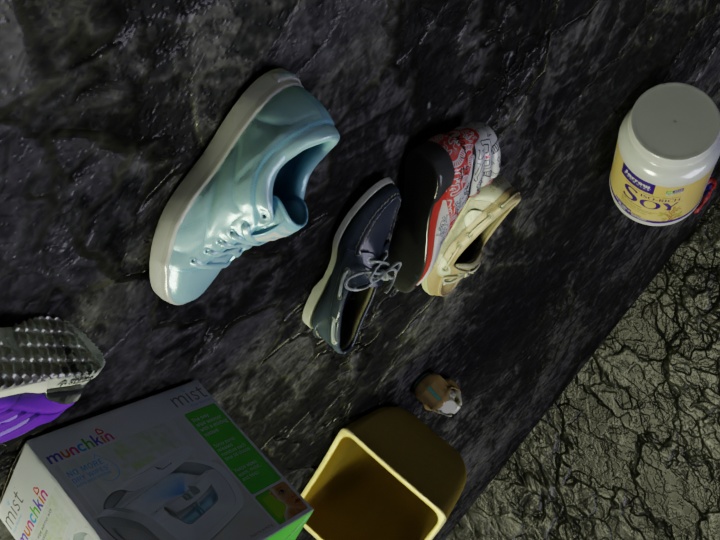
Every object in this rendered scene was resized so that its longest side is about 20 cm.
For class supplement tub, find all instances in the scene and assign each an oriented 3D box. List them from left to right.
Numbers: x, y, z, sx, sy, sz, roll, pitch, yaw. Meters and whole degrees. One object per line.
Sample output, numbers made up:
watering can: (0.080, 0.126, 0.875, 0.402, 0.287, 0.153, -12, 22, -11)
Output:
supplement tub: (0.446, -0.168, 1.391, 0.145, 0.145, 0.200, -43, 158, -9)

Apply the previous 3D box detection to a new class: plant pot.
plant pot: (0.050, 0.327, 1.448, 0.199, 0.193, 0.197, -29, 153, -58)

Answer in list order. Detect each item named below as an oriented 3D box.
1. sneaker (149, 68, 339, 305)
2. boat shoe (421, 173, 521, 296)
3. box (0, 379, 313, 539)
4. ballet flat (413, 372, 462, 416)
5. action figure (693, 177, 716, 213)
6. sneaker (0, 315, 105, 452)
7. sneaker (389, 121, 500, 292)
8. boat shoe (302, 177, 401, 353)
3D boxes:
sneaker: (-0.085, -0.041, 0.688, 0.074, 0.082, 0.201, -9, 137, -56)
boat shoe: (0.130, -0.033, 1.134, 0.073, 0.063, 0.202, -26, 150, -42)
box: (-0.174, 0.209, 0.820, 0.199, 0.176, 0.097, -14, 143, -53)
ballet flat: (0.135, 0.216, 1.573, 0.069, 0.063, 0.200, -48, 159, 4)
action figure: (0.679, -0.157, 1.960, 0.199, 0.065, 0.100, -13, 132, -54)
sneaker: (-0.253, 0.084, 0.601, 0.100, 0.070, 0.200, -49, 158, 12)
sneaker: (0.087, -0.065, 0.992, 0.107, 0.067, 0.203, -30, 150, -31)
boat shoe: (0.000, 0.000, 0.946, 0.074, 0.062, 0.201, -17, 143, -49)
